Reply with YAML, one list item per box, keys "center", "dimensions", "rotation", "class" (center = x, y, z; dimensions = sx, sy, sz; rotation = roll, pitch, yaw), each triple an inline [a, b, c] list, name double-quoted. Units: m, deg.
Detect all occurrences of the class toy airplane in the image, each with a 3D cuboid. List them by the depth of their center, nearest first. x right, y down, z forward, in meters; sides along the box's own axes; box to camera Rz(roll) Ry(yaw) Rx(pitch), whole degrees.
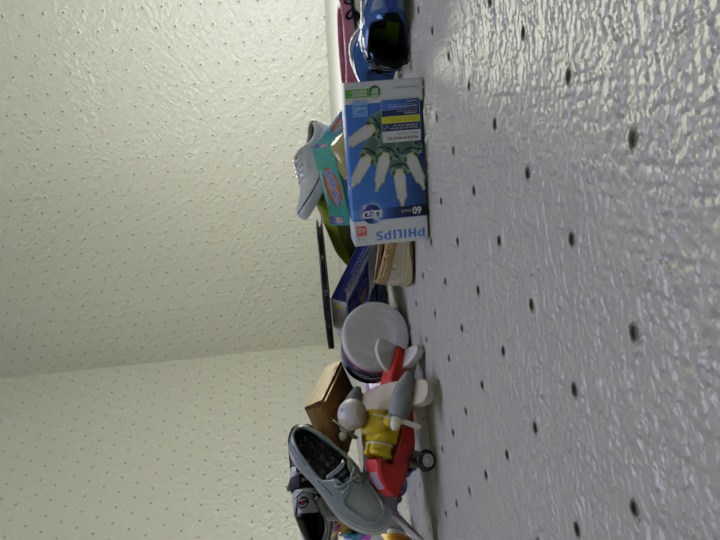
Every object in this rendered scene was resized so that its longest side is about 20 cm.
- center: [0.031, 0.200, 0.962]
  dimensions: [0.200, 0.138, 0.204]
  rotation: [56, 134, 53]
  class: "toy airplane"

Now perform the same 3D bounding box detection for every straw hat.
- center: [-0.003, -0.194, 1.062]
  dimensions: [0.201, 0.083, 0.206]
  rotation: [-16, -89, -82]
  class: "straw hat"

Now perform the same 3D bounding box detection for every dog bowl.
- center: [0.000, -0.395, 1.153]
  dimensions: [0.200, 0.072, 0.206]
  rotation: [175, 90, -86]
  class: "dog bowl"

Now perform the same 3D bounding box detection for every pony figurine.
- center: [0.034, 0.375, 1.053]
  dimensions: [0.194, 0.164, 0.202]
  rotation: [48, -134, -27]
  class: "pony figurine"

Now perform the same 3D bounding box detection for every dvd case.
- center: [-0.068, 0.023, 1.236]
  dimensions: [0.202, 0.016, 0.151]
  rotation: [-98, 3, -48]
  class: "dvd case"

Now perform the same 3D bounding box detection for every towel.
- center: [0.036, 0.101, 1.410]
  dimensions: [0.112, 0.047, 0.205]
  rotation: [97, 166, -69]
  class: "towel"

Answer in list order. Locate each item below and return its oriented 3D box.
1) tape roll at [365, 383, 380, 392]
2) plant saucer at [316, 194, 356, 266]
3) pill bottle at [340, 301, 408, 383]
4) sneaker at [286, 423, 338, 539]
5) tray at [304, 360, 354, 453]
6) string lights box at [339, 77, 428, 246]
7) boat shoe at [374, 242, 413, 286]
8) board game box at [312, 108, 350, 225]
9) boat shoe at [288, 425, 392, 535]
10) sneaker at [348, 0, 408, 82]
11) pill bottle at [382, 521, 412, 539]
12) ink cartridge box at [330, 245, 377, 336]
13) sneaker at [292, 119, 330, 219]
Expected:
- center: [0.053, 0.319, 1.328]
  dimensions: [0.200, 0.064, 0.206]
  rotation: [174, 90, -86]
  class: "tape roll"
- center: [-0.031, -0.136, 1.303]
  dimensions: [0.202, 0.047, 0.202]
  rotation: [68, -150, -44]
  class: "plant saucer"
- center: [0.021, 0.142, 1.186]
  dimensions: [0.201, 0.116, 0.122]
  rotation: [96, 168, -71]
  class: "pill bottle"
- center: [-0.076, 0.343, 1.018]
  dimensions: [0.088, 0.072, 0.205]
  rotation: [40, -145, -78]
  class: "sneaker"
- center: [-0.041, 0.236, 1.114]
  dimensions: [0.200, 0.036, 0.100]
  rotation: [-57, -57, -79]
  class: "tray"
- center: [0.031, -0.141, 0.842]
  dimensions: [0.059, 0.100, 0.205]
  rotation: [-115, 20, -75]
  class: "string lights box"
- center: [0.043, -0.067, 0.980]
  dimensions: [0.074, 0.067, 0.205]
  rotation: [-106, 12, -68]
  class: "boat shoe"
- center: [-0.021, -0.203, 1.203]
  dimensions: [0.202, 0.044, 0.155]
  rotation: [-64, -32, -48]
  class: "board game box"
- center: [-0.035, 0.307, 0.957]
  dimensions: [0.199, 0.070, 0.072]
  rotation: [37, 152, 23]
  class: "boat shoe"
- center: [0.025, -0.306, 0.905]
  dimensions: [0.201, 0.076, 0.091]
  rotation: [95, 171, -66]
  class: "sneaker"
- center: [0.058, 0.568, 1.226]
  dimensions: [0.201, 0.110, 0.115]
  rotation: [-106, 12, -66]
  class: "pill bottle"
- center: [0.000, 0.000, 1.229]
  dimensions: [0.201, 0.046, 0.200]
  rotation: [87, -154, -60]
  class: "ink cartridge box"
- center: [-0.095, -0.188, 1.197]
  dimensions: [0.073, 0.070, 0.204]
  rotation: [-41, 31, 56]
  class: "sneaker"
